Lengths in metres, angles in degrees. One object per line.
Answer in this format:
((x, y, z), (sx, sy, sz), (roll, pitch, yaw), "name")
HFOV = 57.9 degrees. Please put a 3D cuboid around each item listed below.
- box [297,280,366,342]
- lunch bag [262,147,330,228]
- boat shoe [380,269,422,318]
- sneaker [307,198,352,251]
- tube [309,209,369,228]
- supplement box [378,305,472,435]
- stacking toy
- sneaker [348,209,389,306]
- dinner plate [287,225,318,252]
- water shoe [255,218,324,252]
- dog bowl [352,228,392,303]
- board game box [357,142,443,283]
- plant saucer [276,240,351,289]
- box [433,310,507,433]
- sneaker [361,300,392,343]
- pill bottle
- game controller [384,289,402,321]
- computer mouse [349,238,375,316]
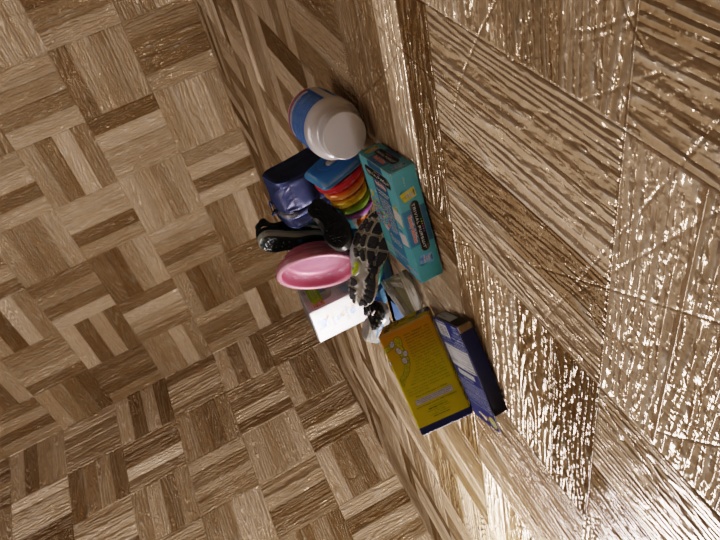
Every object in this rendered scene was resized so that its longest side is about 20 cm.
((-0.048, 0.078, 1.693), (0.113, 0.196, 0.103), (53, 165, 53), "box")
((-0.120, -0.181, 1.470), (0.136, 0.197, 0.134), (38, 155, 57), "lunch bag")
((0.101, 0.100, 1.334), (0.075, 0.063, 0.206), (-115, 5, -70), "boat shoe")
((-0.046, -0.085, 1.340), (0.104, 0.060, 0.200), (42, -173, -44), "sneaker")
((-0.059, -0.123, 1.500), (0.198, 0.076, 0.052), (5, 112, 51), "tube")
((0.124, 0.188, 1.248), (0.109, 0.108, 0.204), (-37, -77, -82), "supplement box")
((-0.017, -0.147, 1.344), (0.116, 0.109, 0.202), (37, 163, 54), "stacking toy")
((0.022, -0.030, 1.287), (0.080, 0.076, 0.204), (-45, -26, -65), "sneaker")
((-0.111, -0.118, 1.619), (0.024, 0.200, 0.203), (26, 148, 35), "dinner plate")
((-0.148, -0.088, 1.515), (0.072, 0.196, 0.080), (-59, 41, 37), "water shoe")
((0.032, -0.014, 1.497), (0.112, 0.049, 0.203), (48, 160, 60), "dog bowl")
((0.068, -0.101, 1.109), (0.151, 0.046, 0.204), (48, 160, 59), "board game box")
((-0.101, -0.015, 1.518), (0.201, 0.195, 0.052), (90, 169, -67), "plant saucer")
((0.195, 0.173, 1.130), (0.204, 0.032, 0.121), (68, 170, -10), "box")
((0.047, 0.116, 1.510), (0.201, 0.071, 0.074), (108, 152, -68), "sneaker")
((-0.061, -0.269, 1.203), (0.200, 0.110, 0.114), (49, 162, 60), "pill bottle")
((0.102, 0.119, 1.464), (0.105, 0.041, 0.203), (53, 165, 51), "game controller")
((0.000, 0.000, 1.395), (0.111, 0.043, 0.203), (-109, 12, -50), "computer mouse")
